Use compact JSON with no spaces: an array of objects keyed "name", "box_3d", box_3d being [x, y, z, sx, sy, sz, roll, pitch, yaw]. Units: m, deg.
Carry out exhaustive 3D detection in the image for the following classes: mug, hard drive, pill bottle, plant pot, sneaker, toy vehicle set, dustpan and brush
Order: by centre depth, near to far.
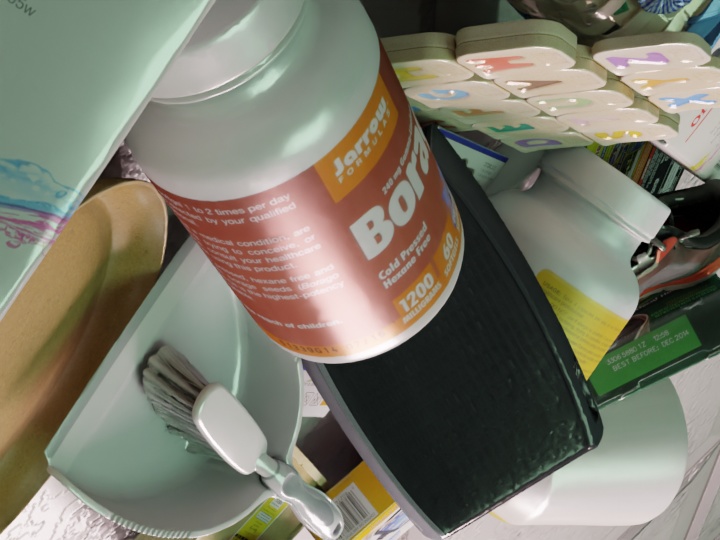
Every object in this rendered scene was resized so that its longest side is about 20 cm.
[{"name":"plant pot","box_3d":[-0.148,0.044,0.557,0.201,0.027,0.200,-58,171,-14]},{"name":"pill bottle","box_3d":[-0.033,-0.055,0.557,0.112,0.112,0.201,-44,142,-10]},{"name":"dustpan and brush","box_3d":[-0.061,0.091,0.682,0.140,0.057,0.200,-58,148,-18]},{"name":"hard drive","box_3d":[0.038,0.040,0.705,0.134,0.201,0.042,-30,-165,2]},{"name":"pill bottle","box_3d":[0.095,0.025,0.788,0.201,0.112,0.112,-56,152,8]},{"name":"toy vehicle set","box_3d":[-0.079,0.159,0.819,0.124,0.026,0.200,-46,163,-9]},{"name":"sneaker","box_3d":[0.169,-0.010,0.877,0.199,0.077,0.082,-29,155,-21]},{"name":"mug","box_3d":[0.153,0.155,1.073,0.152,0.150,0.188,-3,124,-35]}]

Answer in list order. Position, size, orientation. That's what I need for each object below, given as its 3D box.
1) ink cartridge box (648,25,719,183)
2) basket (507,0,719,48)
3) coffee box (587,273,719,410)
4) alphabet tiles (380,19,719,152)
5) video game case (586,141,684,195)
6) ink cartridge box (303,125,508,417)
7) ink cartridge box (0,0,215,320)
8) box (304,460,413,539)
[{"name":"ink cartridge box","box_3d":[0.221,-0.131,0.849,0.118,0.067,0.199,-54,154,10]},{"name":"basket","box_3d":[0.148,-0.174,0.667,0.199,0.139,0.177,17,110,-51]},{"name":"coffee box","box_3d":[0.212,0.038,0.989,0.122,0.044,0.200,-27,-174,11]},{"name":"alphabet tiles","box_3d":[0.086,-0.086,0.653,0.199,0.194,0.015,12,78,-60]},{"name":"video game case","box_3d":[0.196,-0.096,0.959,0.180,0.025,0.201,-28,146,-37]},{"name":"ink cartridge box","box_3d":[0.000,0.000,0.765,0.201,0.037,0.094,-53,152,15]},{"name":"ink cartridge box","box_3d":[-0.131,-0.042,0.390,0.087,0.145,0.201,31,98,-22]},{"name":"box","box_3d":[0.023,0.165,0.957,0.119,0.042,0.200,-40,162,-7]}]
